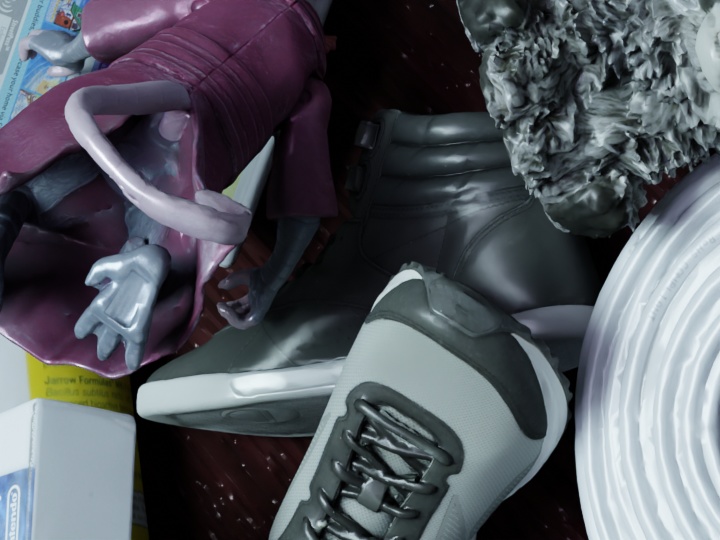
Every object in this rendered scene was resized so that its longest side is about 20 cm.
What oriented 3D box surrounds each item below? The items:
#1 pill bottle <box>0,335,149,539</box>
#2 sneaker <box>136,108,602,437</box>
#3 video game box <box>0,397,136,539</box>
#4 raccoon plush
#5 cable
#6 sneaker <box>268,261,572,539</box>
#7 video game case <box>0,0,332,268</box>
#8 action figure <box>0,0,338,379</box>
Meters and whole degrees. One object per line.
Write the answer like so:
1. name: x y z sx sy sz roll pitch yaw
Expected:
1. pill bottle: -0.146 0.049 1.045 0.114 0.114 0.201 -16 76 36
2. sneaker: 0.000 0.000 0.969 0.199 0.071 0.100 -16 71 33
3. video game box: -0.143 0.158 0.889 0.182 0.047 0.201 -25 58 50
4. raccoon plush: 0.104 -0.099 0.848 0.133 0.097 0.200 -20 34 14
5. cable: 0.159 0.051 0.834 0.199 0.069 0.201 13 94 38
6. sneaker: 0.012 0.075 0.891 0.074 0.079 0.201 32 142 10
7. video game case: -0.097 -0.125 0.986 0.181 0.022 0.201 21 101 0
8. action figure: -0.065 -0.057 0.897 0.134 0.200 0.149 38 139 4
